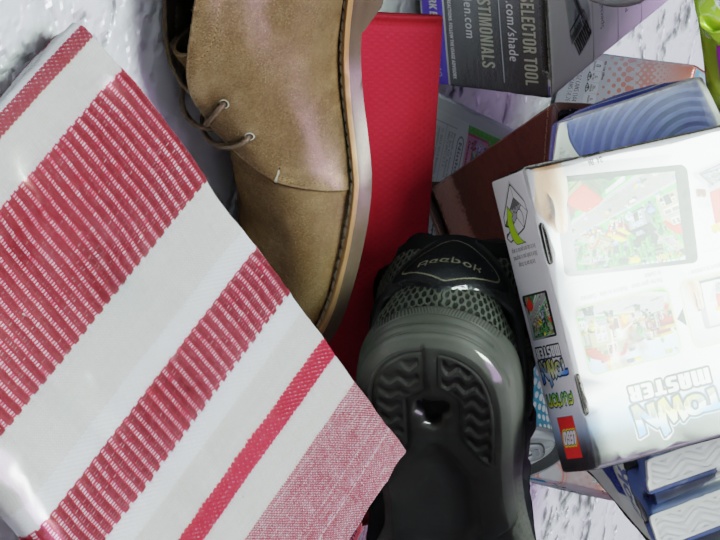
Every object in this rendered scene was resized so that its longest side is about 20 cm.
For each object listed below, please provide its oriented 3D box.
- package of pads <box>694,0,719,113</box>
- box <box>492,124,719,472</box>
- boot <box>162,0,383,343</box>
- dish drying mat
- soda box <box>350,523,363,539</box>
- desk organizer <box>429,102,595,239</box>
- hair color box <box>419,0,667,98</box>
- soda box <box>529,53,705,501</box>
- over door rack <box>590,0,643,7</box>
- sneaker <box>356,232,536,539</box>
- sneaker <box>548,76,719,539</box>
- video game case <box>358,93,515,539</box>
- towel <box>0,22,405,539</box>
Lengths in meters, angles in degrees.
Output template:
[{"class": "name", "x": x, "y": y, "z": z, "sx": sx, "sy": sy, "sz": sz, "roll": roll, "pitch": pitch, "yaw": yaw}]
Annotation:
[{"class": "package of pads", "x": 0.162, "y": -0.148, "z": 1.118, "sx": 0.155, "sy": 0.068, "sz": 0.200, "roll": 67, "pitch": 21, "yaw": -65}, {"class": "box", "x": 0.156, "y": -0.003, "z": 1.035, "sx": 0.200, "sy": 0.035, "sz": 0.110, "roll": -12, "pitch": 88, "yaw": -18}, {"class": "boot", "x": -0.038, "y": -0.059, "z": 1.022, "sx": 0.075, "sy": 0.074, "sz": 0.200, "roll": -11, "pitch": 118, "yaw": -30}, {"class": "dish drying mat", "x": 0.000, "y": 0.000, "z": 1.104, "sx": 0.077, "sy": 0.018, "sz": 0.200, "roll": -4, "pitch": 99, "yaw": -54}, {"class": "soda box", "x": -0.073, "y": 0.156, "z": 1.002, "sx": 0.063, "sy": 0.070, "sz": 0.200, "roll": 54, "pitch": 52, "yaw": -52}, {"class": "desk organizer", "x": 0.127, "y": -0.021, "z": 1.189, "sx": 0.200, "sy": 0.077, "sz": 0.072, "roll": -1, "pitch": 65, "yaw": -47}, {"class": "hair color box", "x": 0.095, "y": -0.161, "z": 1.221, "sx": 0.200, "sy": 0.065, "sz": 0.109, "roll": -41, "pitch": 132, "yaw": -53}, {"class": "soda box", "x": 0.114, "y": 0.003, "z": 1.311, "sx": 0.064, "sy": 0.068, "sz": 0.200, "roll": 23, "pitch": 78, "yaw": -61}, {"class": "over door rack", "x": 0.063, "y": -0.204, "z": 1.055, "sx": 0.200, "sy": 0.067, "sz": 0.148, "roll": 32, "pitch": 55, "yaw": -45}, {"class": "sneaker", "x": 0.038, "y": 0.064, "z": 1.085, "sx": 0.114, "sy": 0.076, "sz": 0.200, "roll": -73, "pitch": 163, "yaw": -47}, {"class": "sneaker", "x": 0.110, "y": 0.032, "z": 1.101, "sx": 0.115, "sy": 0.080, "sz": 0.200, "roll": 162, "pitch": -86, "yaw": -80}, {"class": "video game case", "x": 0.024, "y": 0.030, "z": 1.199, "sx": 0.182, "sy": 0.022, "sz": 0.200, "roll": 18, "pitch": 82, "yaw": -63}, {"class": "towel", "x": -0.075, "y": 0.037, "z": 0.932, "sx": 0.200, "sy": 0.023, "sz": 0.144, "roll": 55, "pitch": 47, "yaw": -22}]
